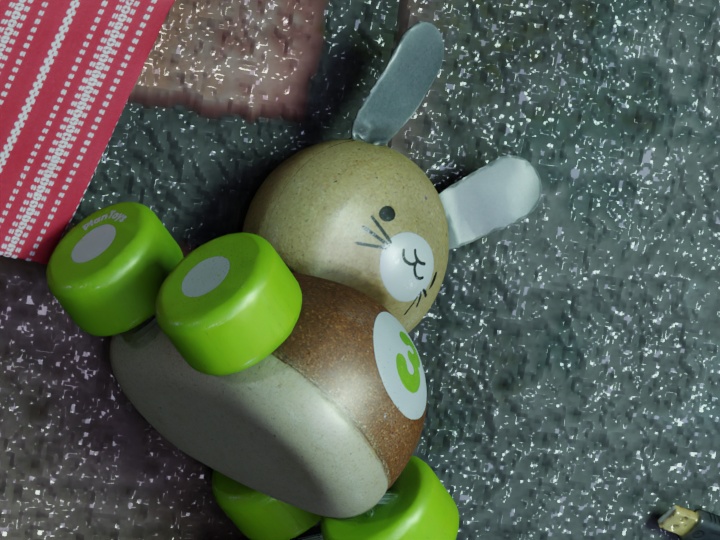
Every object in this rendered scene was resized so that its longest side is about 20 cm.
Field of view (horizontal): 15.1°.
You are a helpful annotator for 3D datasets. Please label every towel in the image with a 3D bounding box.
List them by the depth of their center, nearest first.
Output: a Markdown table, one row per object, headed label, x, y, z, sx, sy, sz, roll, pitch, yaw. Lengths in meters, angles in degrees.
| label | x | y | z | sx | sy | sz | roll | pitch | yaw |
| --- | --- | --- | --- | --- | --- | --- | --- | --- | --- |
| towel | -0.186 | -0.083 | 1.080 | 0.199 | 0.023 | 0.145 | 14 | 116 | -31 |

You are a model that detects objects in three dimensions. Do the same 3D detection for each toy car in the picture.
| label | x | y | z | sx | sy | sz | roll | pitch | yaw |
| --- | --- | --- | --- | --- | --- | --- | --- | --- | --- |
| toy car | 0.000 | 0.000 | 1.149 | 0.200 | 0.158 | 0.164 | -49 | 125 | -20 |

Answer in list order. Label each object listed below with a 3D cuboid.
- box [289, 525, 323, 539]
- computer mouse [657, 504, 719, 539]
| label | x | y | z | sx | sy | sz | roll | pitch | yaw |
| --- | --- | --- | --- | --- | --- | --- | --- | --- | --- |
| box | -0.070 | 0.223 | 1.194 | 0.192 | 0.047 | 0.201 | -9 | 105 | -29 |
| computer mouse | 0.121 | 0.175 | 1.273 | 0.199 | 0.046 | 0.141 | 17 | 94 | -24 |
